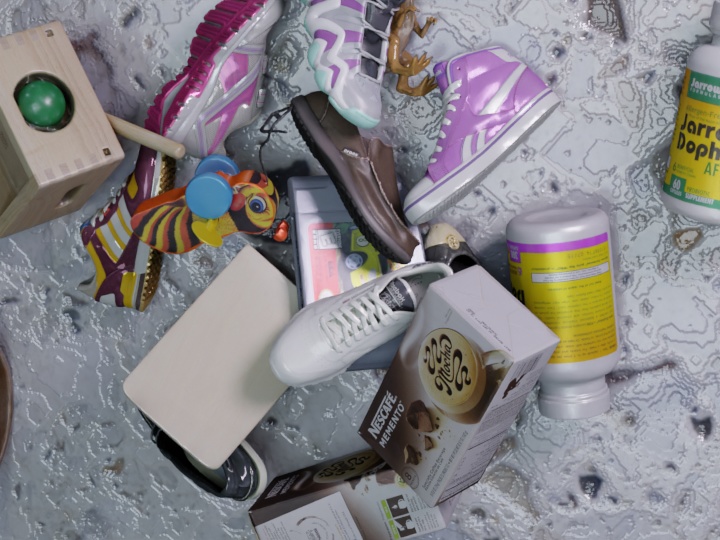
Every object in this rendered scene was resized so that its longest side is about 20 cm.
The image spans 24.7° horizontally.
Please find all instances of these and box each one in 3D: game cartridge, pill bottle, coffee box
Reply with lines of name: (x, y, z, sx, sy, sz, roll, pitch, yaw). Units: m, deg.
game cartridge: (0.000, 0.000, 1.659, 0.132, 0.041, 0.202, -3, 79, -17)
pill bottle: (0.357, -0.149, 1.558, 0.112, 0.113, 0.202, 12, 105, 10)
coffee box: (0.091, 0.112, 1.576, 0.113, 0.080, 0.201, 44, 129, 24)
coffee box: (-0.004, 0.243, 1.730, 0.199, 0.113, 0.080, -19, 98, 15)
pill bottle: (0.205, 0.043, 1.641, 0.103, 0.104, 0.202, -4, 101, 14)

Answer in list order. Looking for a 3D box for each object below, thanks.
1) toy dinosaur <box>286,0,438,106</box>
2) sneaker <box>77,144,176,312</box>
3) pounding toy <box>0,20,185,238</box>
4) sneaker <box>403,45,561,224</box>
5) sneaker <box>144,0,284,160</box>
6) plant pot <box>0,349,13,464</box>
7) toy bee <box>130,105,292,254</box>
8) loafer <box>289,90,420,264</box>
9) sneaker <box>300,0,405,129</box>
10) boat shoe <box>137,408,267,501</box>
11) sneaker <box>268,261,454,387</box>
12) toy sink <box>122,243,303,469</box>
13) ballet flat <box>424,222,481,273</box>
toy dinosaur: (0.025, -0.214, 1.657, 0.106, 0.060, 0.201, 44, 107, 32)
sneaker: (-0.252, -0.057, 1.737, 0.089, 0.075, 0.202, 12, 104, 4)
pounding toy: (-0.307, -0.142, 1.663, 0.200, 0.142, 0.185, -35, 81, 57)
sneaker: (0.091, -0.139, 1.615, 0.114, 0.073, 0.200, 45, 70, 4)
sneaker: (-0.134, -0.198, 1.681, 0.088, 0.081, 0.201, 32, 96, -35)
plant pot: (-0.516, 0.153, 1.794, 0.197, 0.200, 0.202, 7, 104, 20)
toy bee: (-0.128, -0.061, 1.644, 0.199, 0.131, 0.109, -23, 111, 39)
loafer: (0.007, -0.100, 1.621, 0.071, 0.073, 0.201, -31, 86, -6)
sneaker: (0.014, -0.248, 1.586, 0.139, 0.077, 0.201, -31, 65, 29)
boat shoe: (-0.187, 0.176, 1.751, 0.199, 0.066, 0.075, 46, 119, 22)
sneaker: (0.001, 0.045, 1.590, 0.199, 0.080, 0.077, -30, 87, -16)
toy sink: (-0.137, 0.097, 1.687, 0.130, 0.112, 0.200, 40, 73, 1)
ballet flat: (0.121, 0.036, 1.654, 0.057, 0.066, 0.201, -50, 58, 52)
